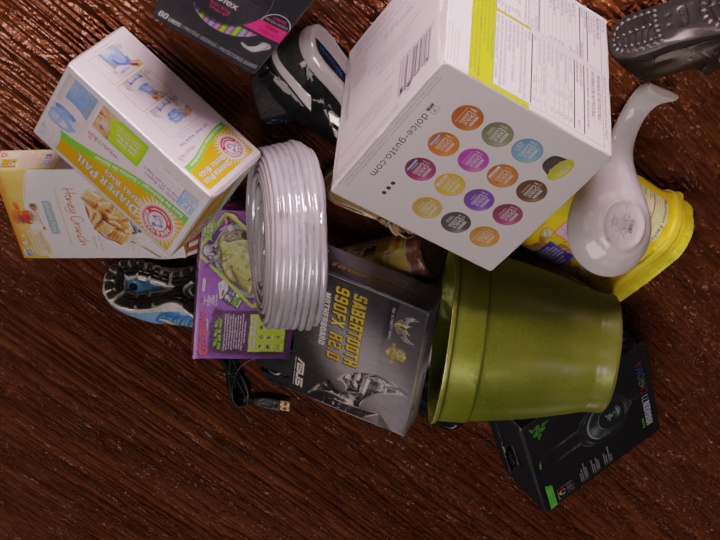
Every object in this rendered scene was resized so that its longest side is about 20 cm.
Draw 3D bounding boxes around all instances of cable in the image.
[{"bbox_3d":[-0.077,-0.037,1.605,0.068,0.203,0.200,-1,176,-11],"label":"cable"}]

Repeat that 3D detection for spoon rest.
[{"bbox_3d":[0.273,-0.092,1.574,0.098,0.202,0.061,19,178,-20],"label":"spoon rest"}]

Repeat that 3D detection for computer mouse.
[{"bbox_3d":[-0.089,0.144,1.956,0.197,0.046,0.141,1,136,6],"label":"computer mouse"}]

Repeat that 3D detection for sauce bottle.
[{"bbox_3d":[0.000,0.000,1.771,0.198,0.067,0.066,-13,135,29],"label":"sauce bottle"}]

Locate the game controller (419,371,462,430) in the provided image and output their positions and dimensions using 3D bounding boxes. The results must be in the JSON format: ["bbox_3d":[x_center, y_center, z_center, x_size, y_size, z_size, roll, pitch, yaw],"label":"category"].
[{"bbox_3d":[0.050,0.121,1.845,0.199,0.042,0.105,36,159,10],"label":"game controller"}]

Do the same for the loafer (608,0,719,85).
[{"bbox_3d":[0.345,-0.234,1.481,0.198,0.074,0.071,-10,145,25],"label":"loafer"}]

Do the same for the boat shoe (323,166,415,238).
[{"bbox_3d":[0.054,-0.074,1.686,0.197,0.065,0.072,8,138,-2],"label":"boat shoe"}]

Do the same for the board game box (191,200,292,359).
[{"bbox_3d":[-0.133,0.013,1.767,0.118,0.032,0.202,-1,121,-15],"label":"board game box"}]

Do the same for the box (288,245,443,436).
[{"bbox_3d":[0.002,0.082,1.756,0.157,0.048,0.202,22,132,14],"label":"box"}]

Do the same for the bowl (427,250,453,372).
[{"bbox_3d":[0.124,0.075,1.821,0.198,0.091,0.202,4,138,3],"label":"bowl"}]

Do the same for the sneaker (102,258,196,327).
[{"bbox_3d":[-0.217,0.031,1.847,0.198,0.079,0.090,12,165,-14],"label":"sneaker"}]

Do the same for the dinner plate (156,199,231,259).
[{"bbox_3d":[-0.245,-0.089,1.740,0.197,0.024,0.201,3,138,3],"label":"dinner plate"}]

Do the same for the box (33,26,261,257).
[{"bbox_3d":[-0.221,-0.133,1.576,0.200,0.101,0.113,42,133,1],"label":"box"}]

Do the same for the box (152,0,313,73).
[{"bbox_3d":[-0.093,-0.305,1.425,0.121,0.107,0.200,26,134,-21],"label":"box"}]

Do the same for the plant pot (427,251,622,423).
[{"bbox_3d":[0.181,0.080,1.662,0.190,0.202,0.202,8,138,-2],"label":"plant pot"}]

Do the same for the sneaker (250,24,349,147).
[{"bbox_3d":[-0.041,-0.164,1.606,0.111,0.073,0.201,-17,125,29],"label":"sneaker"}]

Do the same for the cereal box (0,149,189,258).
[{"bbox_3d":[-0.301,-0.074,1.718,0.197,0.040,0.145,0,137,8],"label":"cereal box"}]

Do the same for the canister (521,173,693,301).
[{"bbox_3d":[0.241,-0.065,1.658,0.199,0.087,0.148,29,134,-21],"label":"canister"}]

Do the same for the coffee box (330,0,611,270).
[{"bbox_3d":[0.110,-0.163,1.482,0.196,0.202,0.200,26,135,-21],"label":"coffee box"}]

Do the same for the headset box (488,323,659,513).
[{"bbox_3d":[0.248,0.169,1.832,0.199,0.093,0.175,-33,136,-13],"label":"headset box"}]
